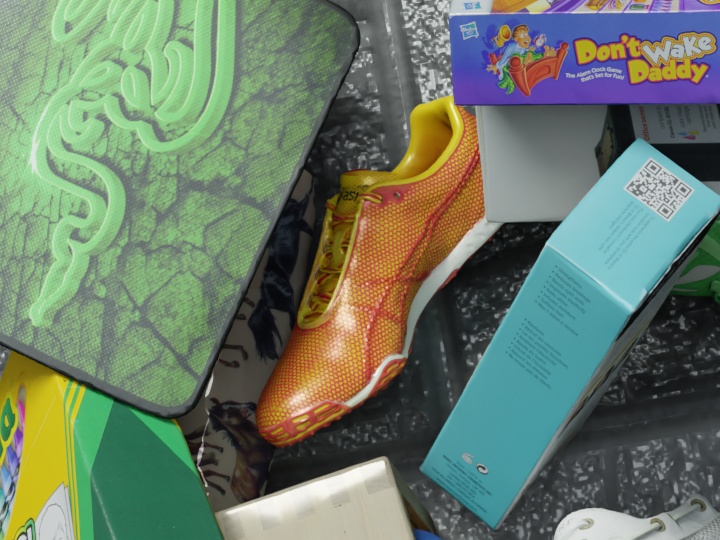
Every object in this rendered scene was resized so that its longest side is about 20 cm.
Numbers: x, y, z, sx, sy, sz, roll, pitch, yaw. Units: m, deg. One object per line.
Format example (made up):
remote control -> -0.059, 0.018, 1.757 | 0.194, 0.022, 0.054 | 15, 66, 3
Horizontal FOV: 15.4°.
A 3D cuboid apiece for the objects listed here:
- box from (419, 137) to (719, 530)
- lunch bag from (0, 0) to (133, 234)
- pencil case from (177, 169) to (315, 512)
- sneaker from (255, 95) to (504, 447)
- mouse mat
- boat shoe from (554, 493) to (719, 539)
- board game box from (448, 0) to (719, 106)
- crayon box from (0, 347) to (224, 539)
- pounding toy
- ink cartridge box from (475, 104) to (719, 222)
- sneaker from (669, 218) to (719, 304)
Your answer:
box -> 0.092, 0.033, 1.206 | 0.049, 0.200, 0.082 | 37, 54, 9
lunch bag -> -0.141, -0.086, 1.257 | 0.122, 0.170, 0.201 | 29, 83, -30
pencil case -> -0.073, 0.032, 1.287 | 0.078, 0.089, 0.201 | 16, 78, -37
sneaker -> 0.000, 0.000, 1.261 | 0.077, 0.073, 0.200 | 47, 57, -21
mouse mat -> -0.107, -0.054, 1.162 | 0.160, 0.008, 0.201 | 24, 82, -3
boat shoe -> 0.109, 0.144, 1.215 | 0.071, 0.200, 0.069 | -48, 67, 31
board game box -> 0.117, -0.140, 1.201 | 0.134, 0.200, 0.045 | 0, 121, 8
crayon box -> -0.133, 0.146, 1.196 | 0.058, 0.201, 0.173 | 2, 41, -29
pounding toy -> 0.027, 0.204, 1.217 | 0.141, 0.184, 0.201 | -19, 73, 4
ink cartridge box -> 0.155, -0.093, 1.244 | 0.199, 0.146, 0.083 | -1, 121, 6
sneaker -> 0.210, 0.008, 1.266 | 0.199, 0.074, 0.084 | 4, 79, 6
